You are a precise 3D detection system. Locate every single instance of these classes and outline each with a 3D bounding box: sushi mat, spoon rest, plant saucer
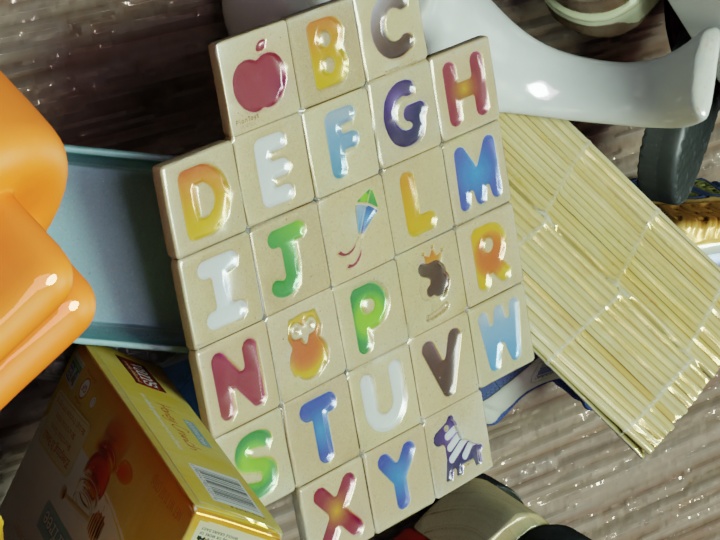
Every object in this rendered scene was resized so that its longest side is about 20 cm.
[{"bbox_3d":[0.071,-0.022,0.938,0.200,0.012,0.096,44,56,-3],"label":"sushi mat"},{"bbox_3d":[0.041,-0.094,0.917,0.199,0.061,0.100,15,73,-9],"label":"spoon rest"},{"bbox_3d":[-0.130,-0.012,0.799,0.199,0.019,0.070,5,94,-11],"label":"plant saucer"}]

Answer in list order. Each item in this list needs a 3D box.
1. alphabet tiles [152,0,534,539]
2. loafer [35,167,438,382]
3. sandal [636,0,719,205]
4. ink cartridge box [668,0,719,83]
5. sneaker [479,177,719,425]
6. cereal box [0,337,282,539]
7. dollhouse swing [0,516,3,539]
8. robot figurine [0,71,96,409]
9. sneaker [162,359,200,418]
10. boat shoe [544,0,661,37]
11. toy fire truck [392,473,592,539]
[{"bbox_3d":[0.000,0.000,0.838,0.166,0.006,0.201,-24,113,-39],"label":"alphabet tiles"},{"bbox_3d":[-0.071,-0.004,0.865,0.199,0.070,0.076,-6,99,-20],"label":"loafer"},{"bbox_3d":[0.147,-0.125,1.002,0.075,0.048,0.201,71,37,-59],"label":"sandal"},{"bbox_3d":[0.206,-0.172,0.932,0.200,0.083,0.147,-56,132,-18],"label":"ink cartridge box"},{"bbox_3d":[0.112,0.013,1.014,0.199,0.075,0.089,-10,111,-27],"label":"sneaker"},{"bbox_3d":[-0.105,0.140,0.778,0.039,0.144,0.201,22,100,-29],"label":"cereal box"},{"bbox_3d":[-0.235,0.140,0.705,0.200,0.181,0.176,36,57,-36],"label":"dollhouse swing"},{"bbox_3d":[-0.168,-0.042,0.687,0.117,0.200,0.144,-52,166,31],"label":"robot figurine"},{"bbox_3d":[-0.070,0.116,0.877,0.066,0.078,0.201,30,77,-34],"label":"sneaker"},{"bbox_3d":[0.137,-0.196,0.956,0.203,0.075,0.075,-62,153,-13],"label":"boat shoe"},{"bbox_3d":[0.045,0.215,0.963,0.200,0.129,0.176,-41,120,-12],"label":"toy fire truck"}]
